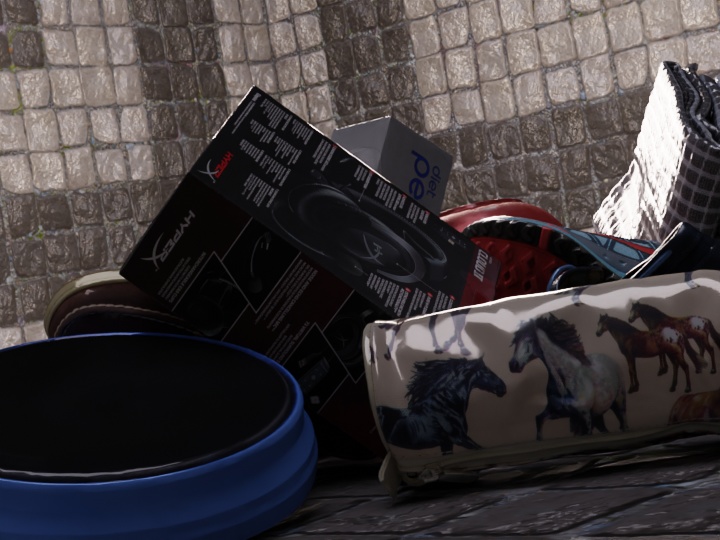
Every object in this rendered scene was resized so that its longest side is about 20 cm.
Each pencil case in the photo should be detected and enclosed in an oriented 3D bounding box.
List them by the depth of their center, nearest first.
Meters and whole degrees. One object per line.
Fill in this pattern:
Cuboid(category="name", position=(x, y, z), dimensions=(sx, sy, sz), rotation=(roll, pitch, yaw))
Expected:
Cuboid(category="pencil case", position=(0.102, 0.053, 0.770), dimensions=(0.199, 0.090, 0.078), rotation=(-9, -28, 12))

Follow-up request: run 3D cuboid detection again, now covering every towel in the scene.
Cuboid(category="towel", position=(0.248, -0.057, 1.285), dimensions=(0.085, 0.167, 0.200), rotation=(9, 25, -7))

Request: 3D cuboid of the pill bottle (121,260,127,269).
Cuboid(category="pill bottle", position=(-0.108, 0.024, 1.108), dimensions=(0.111, 0.113, 0.200), rotation=(-9, 13, 4))

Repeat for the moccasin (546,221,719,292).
Cuboid(category="moccasin", position=(0.133, 0.024, 0.930), dimensions=(0.200, 0.068, 0.081), rotation=(-33, 12, 42))

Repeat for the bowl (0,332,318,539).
Cuboid(category="bowl", position=(-0.119, 0.076, 0.777), dimensions=(0.199, 0.040, 0.201), rotation=(0, 18, 0))

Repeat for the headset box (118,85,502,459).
Cuboid(category="headset box", position=(-0.012, 0.004, 0.910), dimensions=(0.077, 0.200, 0.149), rotation=(-51, 8, 25))

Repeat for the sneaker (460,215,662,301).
Cuboid(category="sneaker", position=(0.154, 0.017, 1.031), dimensions=(0.199, 0.080, 0.096), rotation=(20, 17, 10))

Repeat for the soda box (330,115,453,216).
Cuboid(category="soda box", position=(0.000, 0.000, 1.144), dimensions=(0.068, 0.201, 0.063), rotation=(29, -24, -36))

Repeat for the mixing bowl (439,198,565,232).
Cuboid(category="mixing bowl", position=(0.087, 0.014, 1.220), dimensions=(0.199, 0.109, 0.200), rotation=(-14, -11, -3))

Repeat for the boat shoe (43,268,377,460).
Cuboid(category="boat shoe", position=(-0.075, 0.059, 0.907), dimensions=(0.199, 0.072, 0.072), rotation=(22, 28, -23))
